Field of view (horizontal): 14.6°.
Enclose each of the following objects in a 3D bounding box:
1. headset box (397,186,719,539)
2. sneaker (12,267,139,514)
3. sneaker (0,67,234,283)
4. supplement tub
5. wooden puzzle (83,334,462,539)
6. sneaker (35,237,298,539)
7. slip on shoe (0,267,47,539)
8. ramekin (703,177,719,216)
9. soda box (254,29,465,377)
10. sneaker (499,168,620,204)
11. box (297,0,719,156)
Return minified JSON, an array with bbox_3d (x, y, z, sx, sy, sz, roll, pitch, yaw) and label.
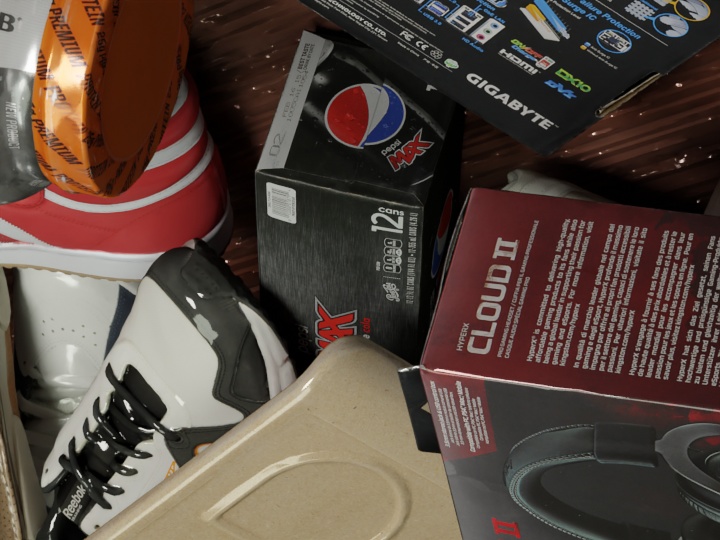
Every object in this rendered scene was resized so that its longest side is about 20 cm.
[{"bbox_3d":[0.112,0.053,0.906,0.199,0.077,0.149,7,145,15],"label":"headset box"},{"bbox_3d":[-0.124,0.079,1.184,0.079,0.130,0.199,15,147,3],"label":"sneaker"},{"bbox_3d":[-0.150,-0.047,1.051,0.199,0.072,0.113,-2,147,1],"label":"sneaker"},{"bbox_3d":[-0.165,-0.093,0.949,0.199,0.123,0.123,14,147,14],"label":"supplement tub"},{"bbox_3d":[-0.013,0.114,1.074,0.185,0.046,0.200,31,121,-34],"label":"wooden puzzle"},{"bbox_3d":[-0.078,0.066,1.080,0.074,0.080,0.200,50,150,24],"label":"sneaker"},{"bbox_3d":[-0.182,0.043,1.130,0.076,0.061,0.201,-8,99,29],"label":"slip on shoe"},{"bbox_3d":[0.203,0.008,0.951,0.201,0.095,0.203,13,146,9],"label":"ramekin"},{"bbox_3d":[0.000,0.000,1.060,0.063,0.071,0.200,13,147,7],"label":"soda box"},{"bbox_3d":[0.079,0.022,1.072,0.092,0.076,0.200,34,155,17],"label":"sneaker"},{"bbox_3d":[0.039,-0.137,0.861,0.200,0.050,0.198,31,145,-17],"label":"box"}]
